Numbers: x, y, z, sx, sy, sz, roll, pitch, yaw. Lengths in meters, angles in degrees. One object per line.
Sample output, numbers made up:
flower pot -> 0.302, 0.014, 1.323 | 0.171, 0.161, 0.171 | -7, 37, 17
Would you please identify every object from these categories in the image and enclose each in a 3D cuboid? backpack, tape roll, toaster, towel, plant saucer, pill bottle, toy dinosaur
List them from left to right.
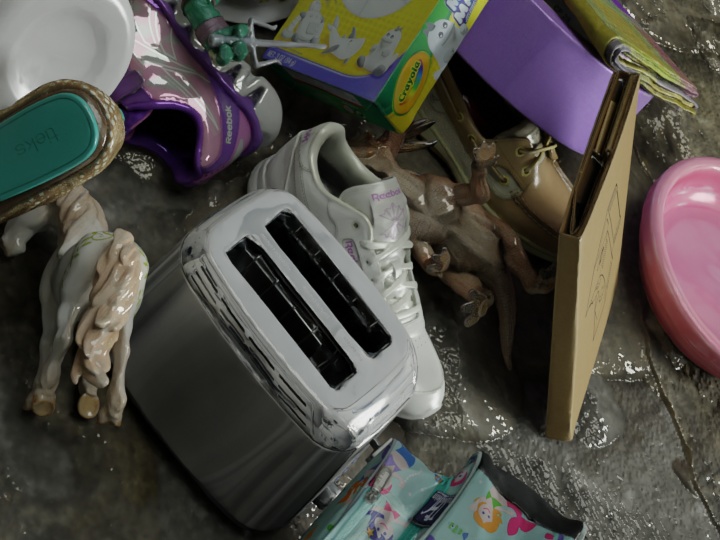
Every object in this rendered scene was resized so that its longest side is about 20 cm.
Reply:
pill bottle -> -0.219, -0.172, 0.937 | 0.104, 0.105, 0.200 | -9, 41, -39
toaster -> -0.060, 0.043, 0.938 | 0.201, 0.129, 0.113 | 52, 45, 3
backpack -> 0.016, 0.204, 0.862 | 0.150, 0.178, 0.201 | 30, 54, 2
toy dinosaur -> 0.060, -0.032, 1.115 | 0.086, 0.135, 0.200 | -41, 117, -6
tape roll -> 0.125, -0.178, 1.200 | 0.200, 0.066, 0.201 | 38, 19, -16
towel -> 0.163, -0.198, 1.189 | 0.143, 0.023, 0.201 | 17, 33, -52
plant saucer -> 0.290, 0.009, 1.272 | 0.199, 0.051, 0.202 | 19, 53, -27

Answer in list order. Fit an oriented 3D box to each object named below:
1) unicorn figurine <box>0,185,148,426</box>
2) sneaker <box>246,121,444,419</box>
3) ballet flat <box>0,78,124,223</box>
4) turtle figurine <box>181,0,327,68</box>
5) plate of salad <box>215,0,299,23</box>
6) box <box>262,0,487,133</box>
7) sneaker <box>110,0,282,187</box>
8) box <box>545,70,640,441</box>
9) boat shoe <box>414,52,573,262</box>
unicorn figurine -> -0.159, 0.011, 0.897 | 0.073, 0.199, 0.139 | 10, 84, -37
sneaker -> 0.000, 0.000, 1.030 | 0.075, 0.099, 0.201 | -23, 79, -44
ballet flat -> -0.210, -0.045, 0.874 | 0.065, 0.198, 0.071 | -24, 95, -75
turtle figurine -> -0.082, -0.202, 0.996 | 0.200, 0.100, 0.151 | 23, 84, -57
plate of salad -> -0.105, -0.265, 1.155 | 0.199, 0.048, 0.202 | 19, 52, -26
box -> 0.033, -0.200, 1.105 | 0.201, 0.117, 0.048 | -57, 139, -10
sneaker -> -0.144, -0.130, 1.025 | 0.200, 0.080, 0.089 | 42, 54, -8
box -> 0.156, -0.007, 1.098 | 0.021, 0.201, 0.164 | 12, 48, 14
boat shoe -> 0.104, -0.090, 1.185 | 0.200, 0.066, 0.074 | 45, 46, -4
